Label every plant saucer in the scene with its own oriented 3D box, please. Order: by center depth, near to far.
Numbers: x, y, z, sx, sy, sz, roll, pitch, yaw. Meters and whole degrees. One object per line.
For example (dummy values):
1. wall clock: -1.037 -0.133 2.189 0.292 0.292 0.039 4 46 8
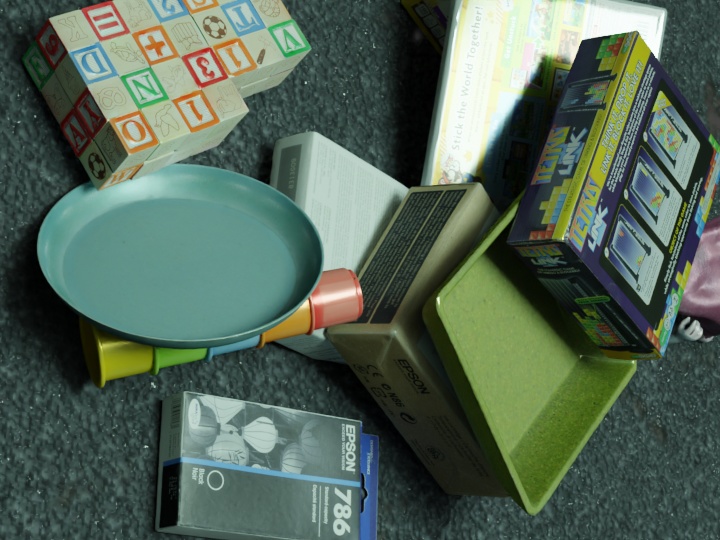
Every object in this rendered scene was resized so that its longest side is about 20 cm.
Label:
1. plant saucer: -0.126 -0.007 1.130 0.200 0.027 0.200 5 37 -4
2. plant saucer: 0.124 0.050 1.235 0.200 0.048 0.200 -47 121 -41

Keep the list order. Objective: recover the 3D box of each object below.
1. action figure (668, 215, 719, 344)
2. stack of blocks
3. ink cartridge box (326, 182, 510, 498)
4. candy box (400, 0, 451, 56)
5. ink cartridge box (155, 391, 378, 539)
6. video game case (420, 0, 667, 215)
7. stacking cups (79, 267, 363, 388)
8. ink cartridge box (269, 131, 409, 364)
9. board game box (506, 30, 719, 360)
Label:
1. action figure: 0.263 0.006 1.460 0.199 0.149 0.134 -7 82 -17
2. stack of blocks: -0.134 -0.149 1.199 0.200 0.059 0.115 -27 82 -40
3. ink cartridge box: 0.080 0.056 1.279 0.200 0.075 0.165 54 52 -32
4. candy box: 0.129 -0.178 1.396 0.200 0.102 0.026 51 49 -14
5. ink cartridge box: -0.056 0.154 1.198 0.200 0.039 0.100 13 69 -35
6. video game case: 0.151 -0.135 1.333 0.181 0.023 0.201 10 90 -10
7. stacking cups: -0.098 0.033 1.150 0.199 0.060 0.061 -13 84 -22
8. ink cartridge box: 0.000 0.000 1.295 0.200 0.047 0.161 29 59 -47
9. board game box: 0.204 -0.057 1.258 0.165 0.057 0.200 45 57 -36
